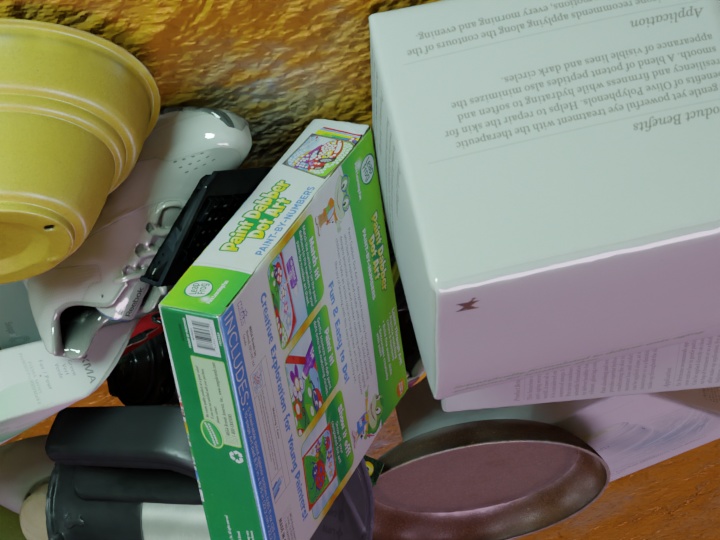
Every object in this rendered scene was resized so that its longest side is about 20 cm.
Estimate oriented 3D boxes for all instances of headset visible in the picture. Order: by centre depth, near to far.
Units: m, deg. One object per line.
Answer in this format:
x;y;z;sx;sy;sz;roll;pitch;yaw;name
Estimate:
-0.113;0.071;1.535;0.123;0.094;0.200;-10;169;-10;headset

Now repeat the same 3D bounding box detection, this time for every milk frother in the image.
-0.121;0.191;1.408;0.187;0.201;0.180;0;165;33;milk frother

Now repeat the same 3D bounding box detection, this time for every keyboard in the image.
-0.060;-0.011;1.306;0.104;0.040;0.200;-58;162;16;keyboard

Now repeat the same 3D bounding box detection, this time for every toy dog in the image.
-0.244;0.121;1.535;0.199;0.132;0.097;11;114;0;toy dog

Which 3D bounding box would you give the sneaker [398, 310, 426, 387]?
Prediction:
0.007;0.059;1.535;0.200;0.075;0.090;-50;-176;32;sneaker

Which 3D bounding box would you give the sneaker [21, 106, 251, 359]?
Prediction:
-0.127;-0.021;1.291;0.074;0.087;0.200;15;136;-38;sneaker

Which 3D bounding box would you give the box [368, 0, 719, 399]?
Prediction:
0.116;-0.051;1.262;0.198;0.172;0.200;-12;159;-3;box

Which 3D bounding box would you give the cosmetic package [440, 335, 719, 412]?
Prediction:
0.147;0.029;1.398;0.199;0.072;0.102;-5;147;-2;cosmetic package

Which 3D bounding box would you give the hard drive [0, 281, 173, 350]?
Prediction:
-0.146;0.000;1.432;0.199;0.026;0.132;-13;159;-5;hard drive

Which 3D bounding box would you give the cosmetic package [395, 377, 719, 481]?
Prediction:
0.159;0.089;1.711;0.199;0.123;0.200;-26;154;29;cosmetic package

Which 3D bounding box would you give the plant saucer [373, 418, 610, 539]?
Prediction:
0.085;0.156;1.633;0.199;0.032;0.200;-6;152;-3;plant saucer

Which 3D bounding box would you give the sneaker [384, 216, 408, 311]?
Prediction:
0.000;0.000;1.453;0.199;0.076;0.076;-30;-166;-8;sneaker

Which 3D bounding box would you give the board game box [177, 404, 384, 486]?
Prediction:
-0.070;0.119;1.611;0.105;0.024;0.200;26;172;-23;board game box

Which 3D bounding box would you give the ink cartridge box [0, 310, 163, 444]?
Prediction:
-0.202;0.080;1.408;0.199;0.050;0.161;-11;168;-42;ink cartridge box

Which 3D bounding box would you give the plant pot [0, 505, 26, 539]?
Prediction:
-0.290;0.238;1.759;0.189;0.201;0.200;-17;163;-31;plant pot

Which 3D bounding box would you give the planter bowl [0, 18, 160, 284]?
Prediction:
-0.202;-0.047;1.176;0.199;0.084;0.201;-7;156;-3;planter bowl

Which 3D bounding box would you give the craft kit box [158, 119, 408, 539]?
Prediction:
-0.038;0.047;1.291;0.048;0.198;0.201;11;128;26;craft kit box
